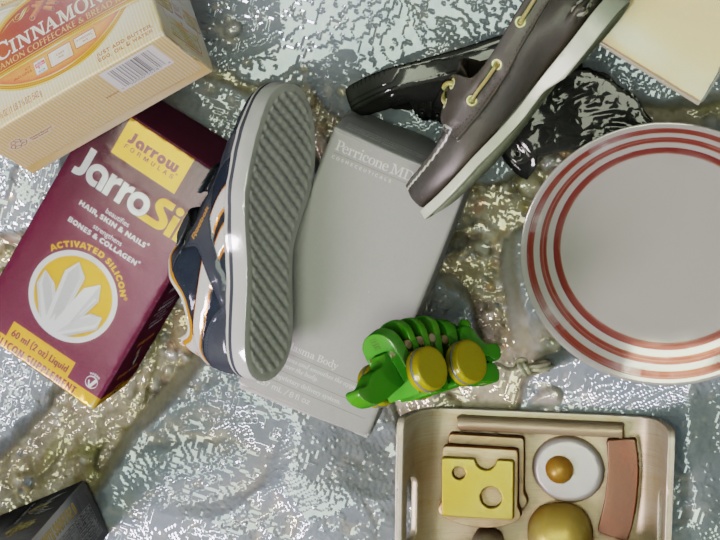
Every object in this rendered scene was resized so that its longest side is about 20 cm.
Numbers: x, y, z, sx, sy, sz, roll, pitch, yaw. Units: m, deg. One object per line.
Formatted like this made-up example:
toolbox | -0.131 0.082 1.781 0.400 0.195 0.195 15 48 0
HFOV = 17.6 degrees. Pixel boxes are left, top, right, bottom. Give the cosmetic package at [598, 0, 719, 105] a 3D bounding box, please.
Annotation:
cosmetic package | 0.162 -0.196 1.550 0.199 0.105 0.071 31 105 3

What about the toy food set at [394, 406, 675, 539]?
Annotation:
toy food set | 0.123 0.176 1.652 0.198 0.060 0.145 2 102 11

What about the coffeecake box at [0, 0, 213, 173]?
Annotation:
coffeecake box | -0.207 -0.195 1.598 0.153 0.073 0.201 -28 64 16

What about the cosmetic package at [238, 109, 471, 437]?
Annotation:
cosmetic package | 0.000 0.000 1.630 0.106 0.090 0.201 21 108 4

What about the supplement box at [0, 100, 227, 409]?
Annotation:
supplement box | -0.175 -0.019 1.663 0.110 0.086 0.201 33 105 4

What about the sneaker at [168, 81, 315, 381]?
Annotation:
sneaker | -0.085 -0.030 1.575 0.079 0.078 0.202 11 96 36

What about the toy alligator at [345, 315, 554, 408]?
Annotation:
toy alligator | 0.058 0.056 1.591 0.059 0.199 0.055 -20 82 44

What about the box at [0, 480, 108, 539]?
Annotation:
box | -0.284 0.230 1.676 0.158 0.200 0.049 -23 99 16

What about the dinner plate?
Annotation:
dinner plate | 0.209 -0.013 1.597 0.198 0.024 0.202 3 118 5

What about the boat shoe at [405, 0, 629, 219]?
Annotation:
boat shoe | 0.090 -0.119 1.510 0.061 0.072 0.201 43 115 3

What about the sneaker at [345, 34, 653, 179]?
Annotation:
sneaker | 0.096 -0.107 1.602 0.198 0.060 0.105 -16 94 10
